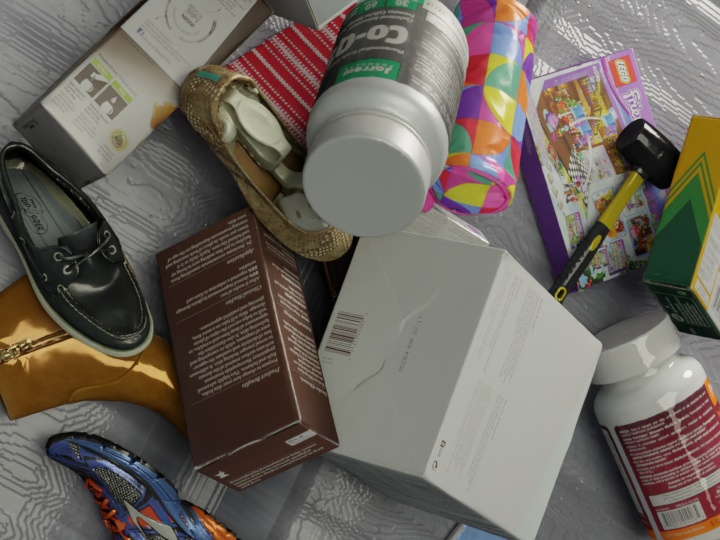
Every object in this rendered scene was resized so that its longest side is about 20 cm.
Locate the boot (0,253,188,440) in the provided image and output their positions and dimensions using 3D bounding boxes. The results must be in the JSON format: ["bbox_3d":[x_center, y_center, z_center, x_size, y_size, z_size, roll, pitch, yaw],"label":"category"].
[{"bbox_3d":[-0.219,0.089,1.331,0.143,0.071,0.202,-31,93,-17],"label":"boot"}]

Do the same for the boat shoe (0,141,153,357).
[{"bbox_3d":[-0.227,-0.023,1.286,0.074,0.066,0.200,-24,68,-26],"label":"boat shoe"}]

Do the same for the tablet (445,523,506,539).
[{"bbox_3d":[0.140,0.319,1.494,0.200,0.014,0.130,45,72,-14],"label":"tablet"}]

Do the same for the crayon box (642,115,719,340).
[{"bbox_3d":[0.327,-0.053,1.520,0.126,0.051,0.202,43,63,-55],"label":"crayon box"}]

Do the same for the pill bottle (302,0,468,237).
[{"bbox_3d":[0.019,-0.124,1.283,0.113,0.113,0.201,36,37,-17],"label":"pill bottle"}]

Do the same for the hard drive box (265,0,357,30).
[{"bbox_3d":[-0.021,-0.302,1.382,0.200,0.155,0.077,-39,129,-20],"label":"hard drive box"}]

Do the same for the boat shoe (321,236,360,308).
[{"bbox_3d":[0.000,0.000,1.420,0.070,0.070,0.202,-31,122,-47],"label":"boat shoe"}]

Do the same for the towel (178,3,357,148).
[{"bbox_3d":[-0.041,-0.148,1.404,0.199,0.023,0.145,-35,65,-21],"label":"towel"}]

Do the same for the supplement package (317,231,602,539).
[{"bbox_3d":[0.074,0.097,1.365,0.200,0.146,0.193,39,69,-51],"label":"supplement package"}]

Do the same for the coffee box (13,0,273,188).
[{"bbox_3d":[-0.177,-0.166,1.335,0.080,0.114,0.200,47,71,-14],"label":"coffee box"}]

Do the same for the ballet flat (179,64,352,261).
[{"bbox_3d":[-0.066,-0.080,1.298,0.200,0.065,0.071,46,71,-24],"label":"ballet flat"}]

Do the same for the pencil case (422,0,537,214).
[{"bbox_3d":[0.104,-0.146,1.448,0.088,0.088,0.202,24,61,-20],"label":"pencil case"}]

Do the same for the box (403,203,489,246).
[{"bbox_3d":[0.022,-0.062,1.449,0.199,0.039,0.042,30,102,-18],"label":"box"}]

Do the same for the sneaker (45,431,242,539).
[{"bbox_3d":[-0.179,0.203,1.333,0.200,0.075,0.079,41,76,-14],"label":"sneaker"}]

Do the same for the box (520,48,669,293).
[{"bbox_3d":[0.222,-0.094,1.541,0.136,0.039,0.202,-19,94,-24],"label":"box"}]

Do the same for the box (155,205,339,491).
[{"bbox_3d":[-0.092,0.062,1.311,0.075,0.100,0.201,39,32,-53],"label":"box"}]

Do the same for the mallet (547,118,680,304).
[{"bbox_3d":[0.220,-0.053,1.498,0.200,0.041,0.066,-47,107,-17],"label":"mallet"}]

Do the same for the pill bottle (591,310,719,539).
[{"bbox_3d":[0.282,0.147,1.514,0.109,0.109,0.201,-28,98,-22],"label":"pill bottle"}]
